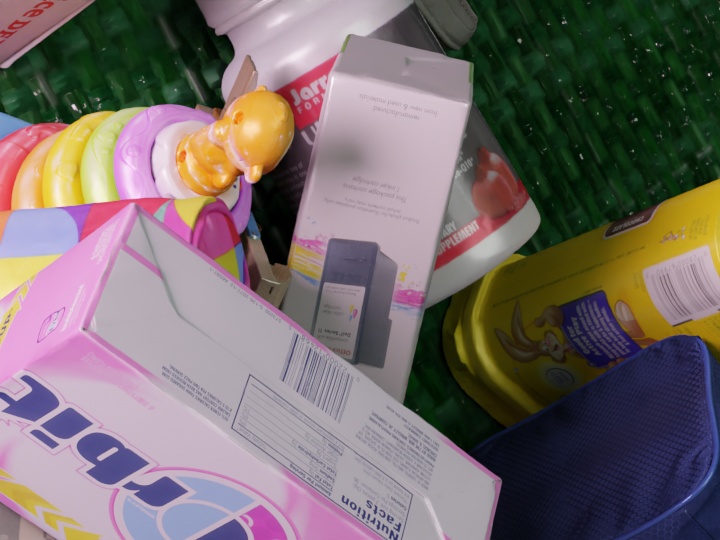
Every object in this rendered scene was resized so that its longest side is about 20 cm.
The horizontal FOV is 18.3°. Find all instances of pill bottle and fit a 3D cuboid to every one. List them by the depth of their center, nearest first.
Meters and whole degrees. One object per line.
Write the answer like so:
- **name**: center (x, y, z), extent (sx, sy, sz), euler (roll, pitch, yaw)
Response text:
- **pill bottle**: center (-0.002, -0.081, 1.147), extent (0.111, 0.111, 0.200), euler (-39, 101, -43)

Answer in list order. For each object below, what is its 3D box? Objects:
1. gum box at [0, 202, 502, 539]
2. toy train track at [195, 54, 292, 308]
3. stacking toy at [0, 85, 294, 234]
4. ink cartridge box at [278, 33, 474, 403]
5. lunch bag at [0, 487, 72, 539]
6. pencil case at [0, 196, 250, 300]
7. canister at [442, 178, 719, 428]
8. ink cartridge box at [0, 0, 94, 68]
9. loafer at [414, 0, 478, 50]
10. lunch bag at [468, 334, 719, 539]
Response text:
- **gum box**: center (-0.051, 0.076, 0.847), extent (0.200, 0.113, 0.066), euler (38, 45, -21)
- **toy train track**: center (-0.053, -0.027, 1.045), extent (0.033, 0.115, 0.200), euler (18, 21, -20)
- **stacking toy**: center (-0.092, -0.036, 0.985), extent (0.110, 0.200, 0.116), euler (23, 59, -34)
- **ink cartridge box**: center (0.000, 0.000, 1.047), extent (0.067, 0.200, 0.117), euler (13, 15, 0)
- **lunch bag**: center (-0.134, 0.157, 0.911), extent (0.200, 0.139, 0.168), euler (15, 58, -39)
- **pencil case**: center (-0.141, 0.018, 0.928), extent (0.088, 0.200, 0.088), euler (-1, 90, -77)
- **canister**: center (0.164, 0.033, 1.187), extent (0.149, 0.200, 0.087), euler (40, 52, -24)
- **ink cartridge box**: center (-0.214, -0.152, 0.959), extent (0.200, 0.146, 0.084), euler (-1, 72, -43)
- **loafer**: center (0.019, -0.191, 1.199), extent (0.070, 0.070, 0.200), euler (-47, 141, -4)
- **lunch bag**: center (0.137, 0.146, 1.127), extent (0.132, 0.200, 0.136), euler (44, 31, -24)
